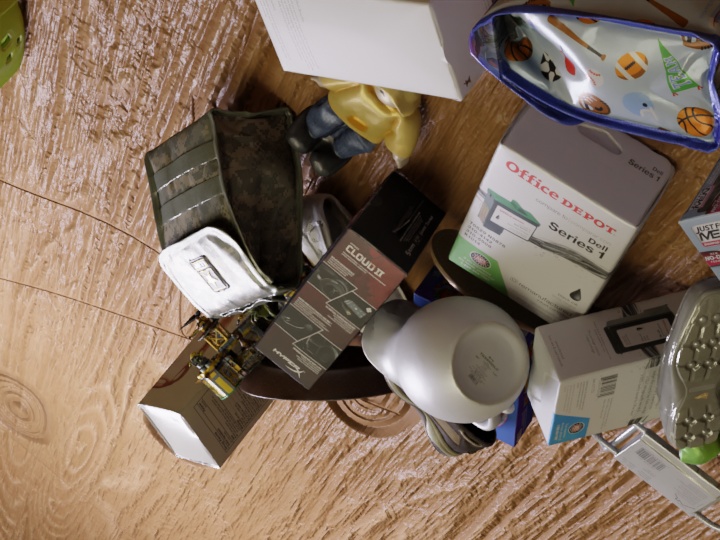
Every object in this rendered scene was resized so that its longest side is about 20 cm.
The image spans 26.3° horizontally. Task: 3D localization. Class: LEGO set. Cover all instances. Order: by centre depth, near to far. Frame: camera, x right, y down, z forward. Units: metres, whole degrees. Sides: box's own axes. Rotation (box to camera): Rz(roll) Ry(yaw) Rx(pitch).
[{"bbox_3d":[-0.138,0.037,1.754,0.116,0.154,0.200,43,110,-9],"label":"LEGO set"}]

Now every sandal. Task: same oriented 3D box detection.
[{"bbox_3d":[0.154,0.041,1.561,0.211,0.078,0.070,28,139,6],"label":"sandal"}]

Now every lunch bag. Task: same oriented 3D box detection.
[{"bbox_3d":[0.202,-0.188,1.125,0.200,0.170,0.124,17,139,28],"label":"lunch bag"},{"bbox_3d":[-0.138,-0.053,1.622,0.164,0.117,0.201,-21,77,56],"label":"lunch bag"}]

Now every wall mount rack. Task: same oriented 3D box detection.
[{"bbox_3d":[0.319,0.198,1.612,0.200,0.075,0.174,38,146,0],"label":"wall mount rack"}]

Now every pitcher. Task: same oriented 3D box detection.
[{"bbox_3d":[0.103,0.102,1.523,0.172,0.121,0.200,43,167,-15],"label":"pitcher"}]

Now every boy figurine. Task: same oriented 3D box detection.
[{"bbox_3d":[0.009,-0.150,1.477,0.124,0.064,0.200,48,151,-11],"label":"boy figurine"}]

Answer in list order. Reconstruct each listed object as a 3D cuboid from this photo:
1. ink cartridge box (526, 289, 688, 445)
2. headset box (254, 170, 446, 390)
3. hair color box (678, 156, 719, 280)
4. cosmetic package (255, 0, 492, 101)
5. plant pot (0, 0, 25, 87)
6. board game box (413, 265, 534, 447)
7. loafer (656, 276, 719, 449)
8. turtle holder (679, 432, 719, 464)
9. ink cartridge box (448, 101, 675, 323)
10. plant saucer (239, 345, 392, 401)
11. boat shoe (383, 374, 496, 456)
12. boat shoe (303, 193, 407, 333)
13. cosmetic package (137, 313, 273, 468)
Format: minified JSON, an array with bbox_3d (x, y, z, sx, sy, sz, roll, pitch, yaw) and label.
[{"bbox_3d":[0.265,0.087,1.460,0.116,0.199,0.068,90,164,-53],"label":"ink cartridge box"},{"bbox_3d":[-0.004,0.002,1.553,0.077,0.149,0.200,39,121,-3],"label":"headset box"},{"bbox_3d":[0.356,-0.004,1.273,0.061,0.099,0.200,-13,123,52],"label":"hair color box"},{"bbox_3d":[0.013,-0.224,1.351,0.200,0.085,0.108,14,142,33],"label":"cosmetic package"},{"bbox_3d":[-0.488,-0.282,1.693,0.199,0.200,0.182,38,142,0],"label":"plant pot"},{"bbox_3d":[0.126,0.097,1.696,0.134,0.045,0.200,26,147,20],"label":"board game box"},{"bbox_3d":[0.290,0.074,1.350,0.070,0.070,0.200,-8,136,-9],"label":"loafer"},{"bbox_3d":[0.384,0.141,1.400,0.185,0.132,0.141,20,145,23],"label":"turtle holder"},{"bbox_3d":[0.179,-0.052,1.408,0.146,0.084,0.200,32,149,9],"label":"ink cartridge box"},{"bbox_3d":[-0.039,0.115,1.772,0.200,0.200,0.035,5,99,42],"label":"plant saucer"},{"bbox_3d":[0.089,0.122,1.668,0.073,0.075,0.200,-7,134,34],"label":"boat shoe"},{"bbox_3d":[0.000,0.000,1.673,0.200,0.071,0.069,50,149,-18],"label":"boat shoe"},{"bbox_3d":[-0.164,0.130,1.887,0.087,0.200,0.104,7,137,43],"label":"cosmetic package"}]
